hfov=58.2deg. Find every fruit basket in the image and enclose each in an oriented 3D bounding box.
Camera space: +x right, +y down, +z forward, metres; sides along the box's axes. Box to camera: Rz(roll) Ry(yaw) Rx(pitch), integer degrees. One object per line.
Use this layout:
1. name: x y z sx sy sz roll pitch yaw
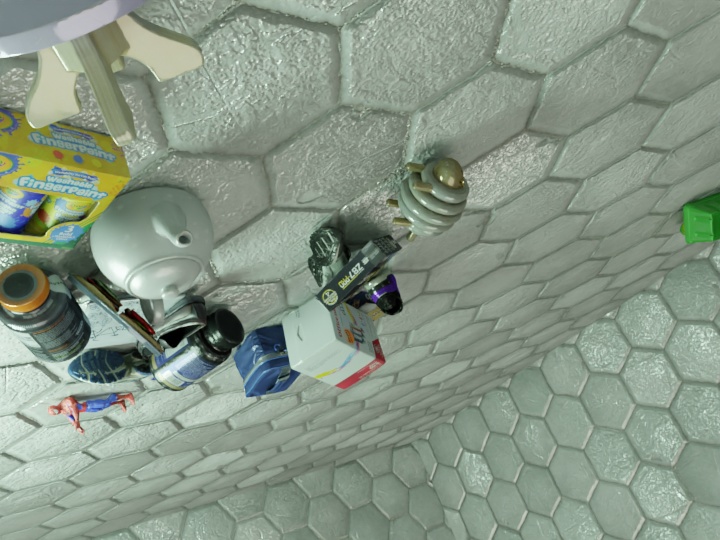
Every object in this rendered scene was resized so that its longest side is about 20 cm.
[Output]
1. fruit basket: 1.111 -0.166 2.079 0.215 0.156 0.216 -12 -162 4

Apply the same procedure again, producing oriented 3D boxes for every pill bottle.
1. pill bottle: -0.347 0.167 1.384 0.200 0.112 0.112 -33 155 22
2. pill bottle: -0.507 0.066 1.029 0.106 0.107 0.200 -17 156 -15

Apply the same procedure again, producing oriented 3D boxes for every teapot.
1. teapot: -0.309 -0.019 0.991 0.197 0.147 0.200 -27 157 8

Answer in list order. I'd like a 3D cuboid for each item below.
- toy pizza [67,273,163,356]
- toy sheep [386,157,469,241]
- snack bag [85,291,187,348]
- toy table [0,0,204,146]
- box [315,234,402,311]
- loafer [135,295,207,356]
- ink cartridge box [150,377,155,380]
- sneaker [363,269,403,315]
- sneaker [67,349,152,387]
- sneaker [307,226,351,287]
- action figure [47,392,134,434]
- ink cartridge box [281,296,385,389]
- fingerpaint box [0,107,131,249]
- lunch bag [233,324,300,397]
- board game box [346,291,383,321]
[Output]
1. toy pizza: -0.394 0.067 1.062 0.032 0.200 0.200 -49 162 -17
2. toy sheep: 0.127 -0.128 1.199 0.137 0.138 0.200 -8 148 -33
3. snack bag: -0.453 0.101 1.261 0.188 0.021 0.200 -5 150 -38
4. toy table: -0.252 -0.217 0.615 0.199 0.184 0.117 -13 141 4
5. box: 0.000 0.000 1.321 0.161 0.049 0.200 -46 175 13
6. loafer: -0.375 0.124 1.280 0.200 0.063 0.072 -38 154 26
7. ink cartridge box: -0.411 0.226 1.547 0.094 0.037 0.200 5 145 -48
8. sneaker: 0.060 0.059 1.506 0.069 0.100 0.200 -33 177 9
9. sneaker: -0.525 0.216 1.369 0.085 0.077 0.200 -35 154 33
10. sneaker: -0.056 -0.038 1.297 0.079 0.074 0.200 -26 164 -19
11. action figure: -0.625 0.340 1.510 0.065 0.099 0.200 -40 150 30
12. ink cartridge box: -0.066 0.171 1.564 0.144 0.146 0.200 -35 140 22
13. fingerpaint box: -0.417 -0.107 0.793 0.167 0.074 0.200 -38 153 29
14. lunch bag: -0.219 0.232 1.615 0.135 0.133 0.200 -8 152 -33
15. board game box: -0.025 0.127 1.702 0.200 0.035 0.135 -36 154 25
